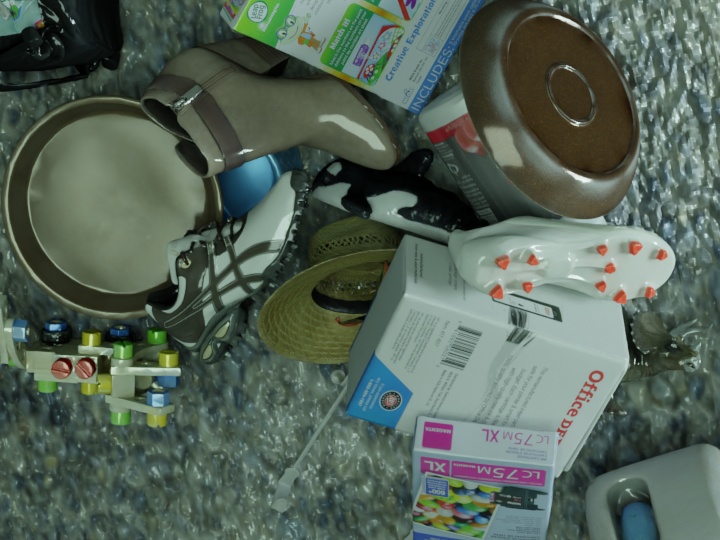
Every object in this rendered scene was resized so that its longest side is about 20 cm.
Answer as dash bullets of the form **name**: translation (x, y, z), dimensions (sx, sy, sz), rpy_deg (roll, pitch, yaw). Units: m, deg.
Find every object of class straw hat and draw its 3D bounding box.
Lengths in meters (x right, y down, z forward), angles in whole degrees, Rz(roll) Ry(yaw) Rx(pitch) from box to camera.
- **straw hat**: translation (0.000, 0.000, 1.679), dimensions (0.200, 0.201, 0.085), rpy_deg (-19, 59, 11)

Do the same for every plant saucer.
- **plant saucer**: translation (0.165, -0.140, 1.577), dimensions (0.200, 0.200, 0.032), rpy_deg (52, 136, -7)
- **plant saucer**: translation (-0.216, -0.056, 1.676), dimensions (0.199, 0.029, 0.201), rpy_deg (2, 104, 6)

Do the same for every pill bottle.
- **pill bottle**: translation (0.145, -0.078, 1.634), dimensions (0.110, 0.111, 0.201), rpy_deg (-31, 99, 13)

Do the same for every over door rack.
- **over door rack**: translation (0.024, 0.159, 1.731), dimensions (0.147, 0.067, 0.201), rpy_deg (26, 119, -7)

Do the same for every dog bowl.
- **dog bowl**: translation (-0.145, -0.057, 1.707), dimensions (0.200, 0.050, 0.112), rpy_deg (-34, 98, 13)

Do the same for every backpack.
- **backpack**: translation (-0.319, -0.226, 1.643), dimensions (0.199, 0.167, 0.127), rpy_deg (-2, 84, 11)

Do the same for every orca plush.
- **orca plush**: translation (0.044, -0.071, 1.640), dimensions (0.105, 0.200, 0.071), rpy_deg (10, 99, -40)

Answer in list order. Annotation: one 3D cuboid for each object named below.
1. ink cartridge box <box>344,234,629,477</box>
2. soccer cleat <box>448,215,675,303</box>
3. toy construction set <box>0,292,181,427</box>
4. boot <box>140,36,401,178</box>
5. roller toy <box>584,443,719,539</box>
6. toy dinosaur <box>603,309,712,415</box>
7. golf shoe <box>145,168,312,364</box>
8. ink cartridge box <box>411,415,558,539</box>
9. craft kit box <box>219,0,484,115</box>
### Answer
- **ink cartridge box**: translation (0.104, 0.073, 1.597), dimensions (0.199, 0.085, 0.146), rpy_deg (17, 127, -11)
- **soccer cleat**: translation (0.166, -0.015, 1.562), dimensions (0.199, 0.078, 0.070), rpy_deg (0, 119, -27)
- **toy construction set**: translation (-0.252, 0.082, 1.713), dimensions (0.199, 0.131, 0.093), rpy_deg (18, 105, 2)
- **boot**: translation (-0.083, -0.121, 1.622), dimensions (0.200, 0.146, 0.070), rpy_deg (38, 142, 19)
- **roller toy**: translation (0.275, 0.254, 1.667), dimensions (0.139, 0.200, 0.183), rpy_deg (-19, 90, 12)
- **toy dinosaur**: translation (0.201, 0.067, 1.695), dimensions (0.199, 0.077, 0.103), rpy_deg (16, 94, 8)
- **golf shoe**: translation (-0.113, -0.013, 1.616), dimensions (0.094, 0.078, 0.200), rpy_deg (29, 114, -9)
- **ink cartridge box**: translation (0.104, 0.196, 1.635), dimensions (0.119, 0.042, 0.200), rpy_deg (6, 147, 6)
- **craft kit box**: translation (0.014, -0.255, 1.593), dimensions (0.197, 0.049, 0.201), rpy_deg (21, 107, -33)
